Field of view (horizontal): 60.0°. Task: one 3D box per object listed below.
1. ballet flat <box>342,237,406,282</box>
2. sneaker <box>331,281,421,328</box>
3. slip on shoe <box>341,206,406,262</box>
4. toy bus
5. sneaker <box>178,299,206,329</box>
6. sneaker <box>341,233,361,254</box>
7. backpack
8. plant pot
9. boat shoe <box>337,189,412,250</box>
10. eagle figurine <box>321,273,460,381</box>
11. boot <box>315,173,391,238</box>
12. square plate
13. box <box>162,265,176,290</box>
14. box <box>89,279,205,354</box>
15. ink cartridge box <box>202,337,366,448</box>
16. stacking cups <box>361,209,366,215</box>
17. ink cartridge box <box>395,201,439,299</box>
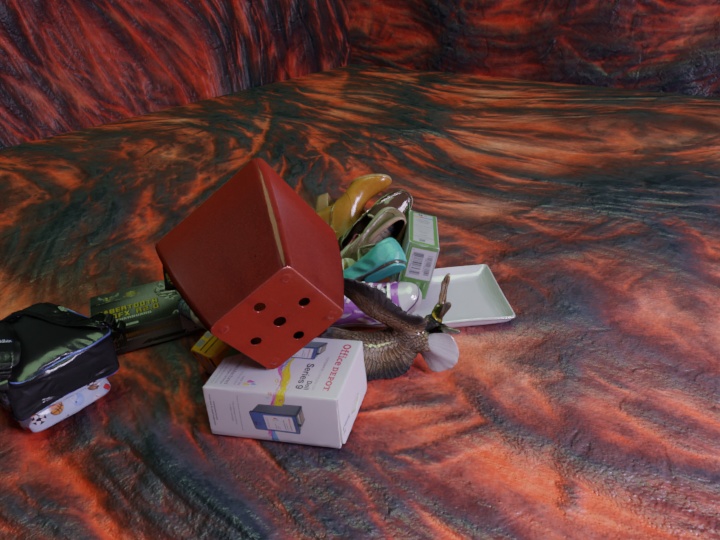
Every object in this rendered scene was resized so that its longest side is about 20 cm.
[{"bbox_3d":[0.000,0.000,1.115,0.199,0.071,0.067,-31,-30,34],"label":"ballet flat"},{"bbox_3d":[-0.001,0.044,1.050,0.198,0.115,0.073,-13,55,13],"label":"sneaker"},{"bbox_3d":[0.018,-0.028,1.168,0.201,0.076,0.061,-50,27,0],"label":"slip on shoe"},{"bbox_3d":[-0.179,0.084,1.027,0.078,0.066,0.201,14,52,37],"label":"toy bus"},{"bbox_3d":[-0.236,0.055,1.099,0.084,0.078,0.199,7,3,31],"label":"sneaker"},{"bbox_3d":[0.015,-0.034,1.256,0.078,0.097,0.199,17,33,40],"label":"sneaker"},{"bbox_3d":[-0.485,0.135,0.952,0.189,0.156,0.199,25,32,31],"label":"backpack"},{"bbox_3d":[-0.132,0.010,0.858,0.199,0.200,0.177,-38,46,9],"label":"plant pot"},{"bbox_3d":[0.034,-0.098,1.315,0.202,0.075,0.075,-43,-3,-5],"label":"boat shoe"},{"bbox_3d":[0.043,0.089,0.966,0.197,0.154,0.151,0,-16,-28],"label":"eagle figurine"},{"bbox_3d":[-0.015,-0.122,1.387,0.199,0.071,0.146,-18,60,21],"label":"boot"},{"bbox_3d":[0.159,0.052,1.137,0.195,0.029,0.201,-6,27,-1],"label":"square plate"},{"bbox_3d":[-0.203,-0.009,1.075,0.198,0.050,0.197,-17,-11,39],"label":"box"},{"bbox_3d":[-0.393,0.079,1.156,0.197,0.049,0.158,-14,29,-18],"label":"box"},{"bbox_3d":[-0.102,0.166,0.895,0.197,0.089,0.146,4,28,14],"label":"ink cartridge box"},{"bbox_3d":[0.063,-0.090,1.390,0.199,0.061,0.060,20,36,40],"label":"stacking cups"},{"bbox_3d":[0.105,-0.043,1.173,0.058,0.105,0.201,12,27,-2],"label":"ink cartridge box"}]
